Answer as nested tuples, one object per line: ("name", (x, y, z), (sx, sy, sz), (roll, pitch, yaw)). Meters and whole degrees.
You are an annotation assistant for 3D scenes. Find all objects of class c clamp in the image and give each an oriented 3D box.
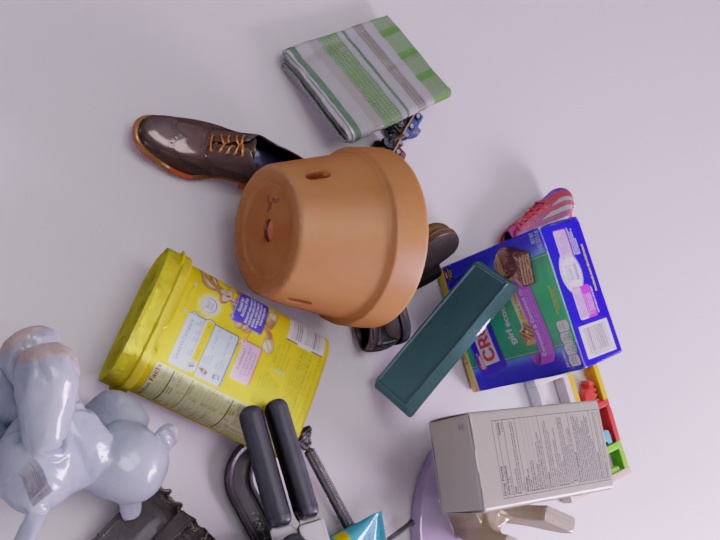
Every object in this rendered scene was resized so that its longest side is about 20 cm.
("c clamp", (-0.053, 0.252, 0.987), (0.171, 0.027, 0.201), (-36, 97, -29))

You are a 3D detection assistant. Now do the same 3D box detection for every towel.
("towel", (0.009, -0.247, 1.156), (0.200, 0.031, 0.150), (-29, 78, -39))

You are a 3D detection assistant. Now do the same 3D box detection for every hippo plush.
("hippo plush", (-0.240, 0.142, 0.798), (0.160, 0.200, 0.160), (13, 107, -42))

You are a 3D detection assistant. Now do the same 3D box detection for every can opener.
("can opener", (-0.061, 0.214, 0.831), (0.053, 0.067, 0.201), (-11, 72, -23))

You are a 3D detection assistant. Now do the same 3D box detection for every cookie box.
("cookie box", (0.200, 0.047, 1.109), (0.075, 0.200, 0.172), (-13, 83, -35))

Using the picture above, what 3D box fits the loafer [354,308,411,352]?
("loafer", (0.000, 0.000, 1.071), (0.063, 0.072, 0.201), (-21, 91, -32))

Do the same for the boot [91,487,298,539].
("boot", (-0.149, 0.262, 0.864), (0.174, 0.069, 0.200), (42, 51, 15))

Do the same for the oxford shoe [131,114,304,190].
("oxford shoe", (-0.152, -0.138, 1.003), (0.199, 0.073, 0.072), (13, 69, -31))

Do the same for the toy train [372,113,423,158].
("toy train", (0.036, -0.146, 1.158), (0.046, 0.034, 0.201), (40, 58, -22))

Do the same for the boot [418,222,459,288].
("boot", (0.063, -0.030, 1.055), (0.073, 0.200, 0.076), (-24, 81, -9))

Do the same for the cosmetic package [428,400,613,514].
("cosmetic package", (0.177, 0.202, 0.984), (0.199, 0.071, 0.106), (3, 73, -34))

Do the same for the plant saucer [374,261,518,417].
("plant saucer", (0.098, 0.076, 1.062), (0.200, 0.070, 0.019), (-49, 139, -6))

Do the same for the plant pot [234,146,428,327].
("plant pot", (-0.043, -0.038, 0.965), (0.139, 0.200, 0.202), (2, 75, -36))

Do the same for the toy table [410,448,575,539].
("toy table", (0.147, 0.277, 1.057), (0.183, 0.117, 0.201), (17, 66, -30))

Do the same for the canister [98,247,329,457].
("canister", (-0.144, 0.089, 0.924), (0.199, 0.086, 0.149), (30, 61, -19))

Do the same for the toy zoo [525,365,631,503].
("toy zoo", (0.296, 0.201, 1.239), (0.131, 0.020, 0.201), (-12, 84, -36))

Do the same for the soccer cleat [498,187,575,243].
("soccer cleat", (0.238, -0.054, 1.252), (0.076, 0.067, 0.201), (40, 60, -13))

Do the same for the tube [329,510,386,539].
("tube", (-0.055, 0.319, 0.935), (0.199, 0.050, 0.078), (-14, 104, -30))
